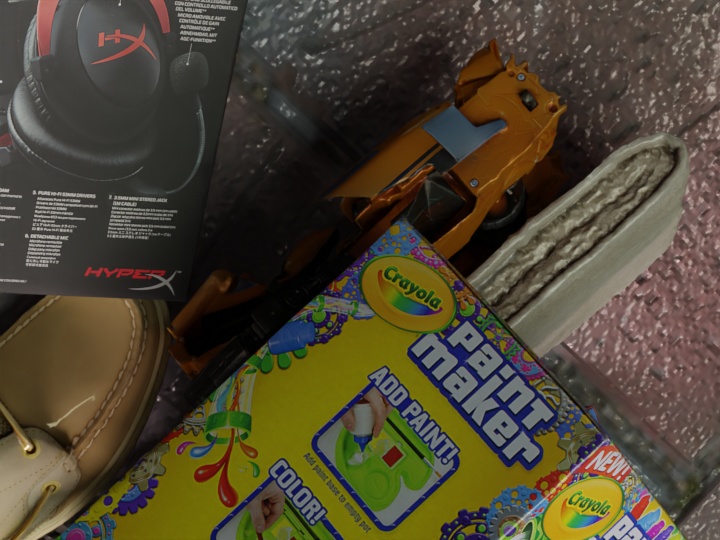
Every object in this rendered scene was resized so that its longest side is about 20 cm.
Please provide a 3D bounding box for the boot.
[{"bbox_3d":[-0.167,0.072,0.864,0.200,0.073,0.155,-46,162,7],"label":"boot"}]

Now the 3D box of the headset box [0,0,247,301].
[{"bbox_3d":[-0.123,-0.096,0.842,0.147,0.075,0.202,2,113,-25],"label":"headset box"}]

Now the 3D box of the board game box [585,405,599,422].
[{"bbox_3d":[0.100,0.174,1.034,0.102,0.019,0.202,-21,91,-30],"label":"board game box"}]

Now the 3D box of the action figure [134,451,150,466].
[{"bbox_3d":[-0.122,0.151,0.940,0.201,0.069,0.130,-59,162,25],"label":"action figure"}]

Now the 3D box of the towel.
[{"bbox_3d":[0.058,0.023,0.964,0.200,0.035,0.133,-40,168,-4],"label":"towel"}]

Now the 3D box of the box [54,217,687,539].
[{"bbox_3d":[0.012,0.119,0.847,0.193,0.122,0.200,-43,148,0],"label":"box"}]

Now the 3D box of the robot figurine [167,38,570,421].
[{"bbox_3d":[0.000,0.000,0.928,0.200,0.058,0.145,-40,164,-6],"label":"robot figurine"}]
